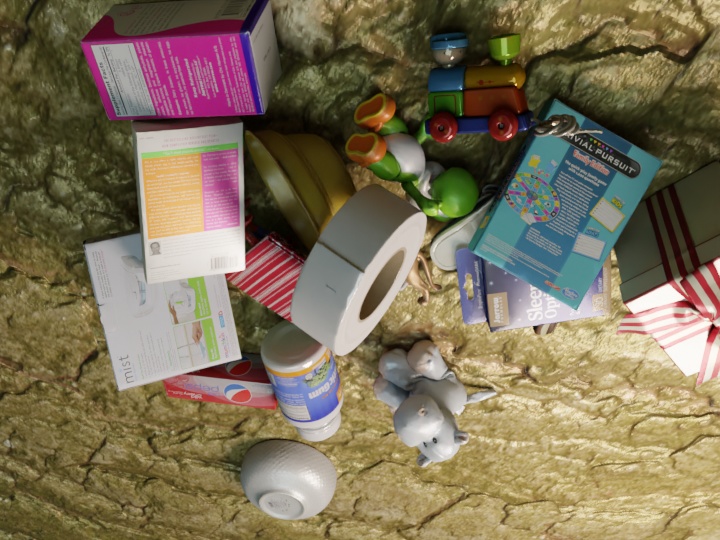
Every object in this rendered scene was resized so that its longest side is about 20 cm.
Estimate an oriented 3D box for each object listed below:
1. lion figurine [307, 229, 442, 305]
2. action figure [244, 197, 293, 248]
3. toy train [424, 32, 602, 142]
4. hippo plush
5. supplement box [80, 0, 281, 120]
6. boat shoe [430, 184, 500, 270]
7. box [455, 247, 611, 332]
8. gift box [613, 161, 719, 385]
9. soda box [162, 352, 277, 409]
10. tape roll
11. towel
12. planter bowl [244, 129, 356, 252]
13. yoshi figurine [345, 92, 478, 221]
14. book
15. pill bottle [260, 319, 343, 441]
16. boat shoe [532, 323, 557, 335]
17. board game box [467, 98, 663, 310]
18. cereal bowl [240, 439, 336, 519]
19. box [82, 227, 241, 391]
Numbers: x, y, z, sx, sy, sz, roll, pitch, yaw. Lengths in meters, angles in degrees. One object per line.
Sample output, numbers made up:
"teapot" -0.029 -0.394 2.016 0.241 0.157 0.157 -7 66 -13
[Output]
"lion figurine" 0.023 -0.013 1.031 0.195 0.073 0.125 -5 121 -5
"action figure" -0.107 -0.019 1.036 0.051 0.066 0.201 -34 128 7
"toy train" 0.168 -0.209 0.799 0.196 0.085 0.118 3 109 25
"hippo plush" 0.100 0.235 1.158 0.199 0.162 0.158 40 125 -23
"supplement box" -0.202 -0.247 0.836 0.195 0.102 0.105 1 132 9
"boat shoe" 0.179 -0.070 0.949 0.199 0.062 0.075 -35 110 23
"box" 0.228 0.015 0.944 0.196 0.033 0.123 -9 118 5
"gift box" 0.422 0.018 0.904 0.184 0.189 0.199 38 125 -22
"soda box" -0.236 0.183 1.234 0.195 0.064 0.071 5 131 4
"tape roll" 0.000 0.000 0.875 0.070 0.202 0.205 32 133 15
"towel" -0.084 0.030 1.021 0.199 0.023 0.144 35 140 -21
"planter bowl" -0.061 -0.109 0.914 0.083 0.200 0.202 -33 126 -10
"yoshi figurine" 0.079 -0.127 0.889 0.112 0.113 0.199 -43 132 14
"book" -0.210 -0.086 0.900 0.131 0.048 0.204 -8 120 -22
"pill bottle" -0.088 0.185 1.179 0.110 0.113 0.203 -4 130 12
"boat shoe" 0.288 0.011 0.997 0.073 0.075 0.205 2 131 -1
"board game box" 0.243 -0.078 0.870 0.149 0.047 0.203 28 99 -3
"cereal bowl" -0.146 0.428 1.416 0.196 0.084 0.203 4 131 5
"box" -0.273 0.040 0.998 0.173 0.097 0.204 -14 102 -17
